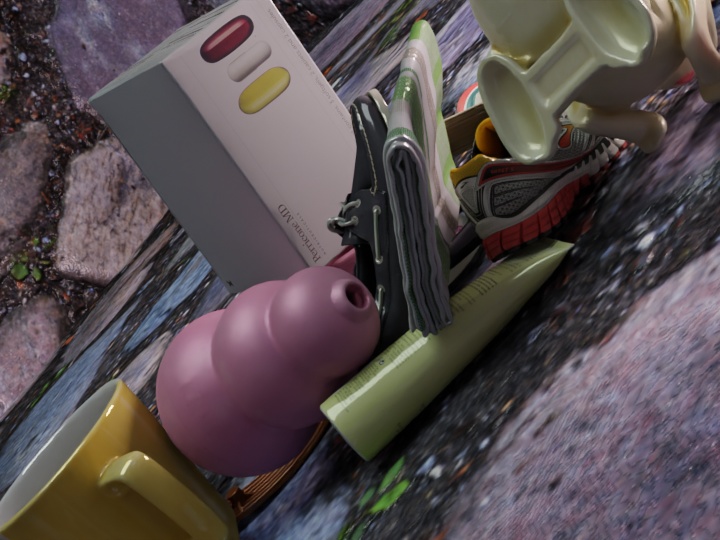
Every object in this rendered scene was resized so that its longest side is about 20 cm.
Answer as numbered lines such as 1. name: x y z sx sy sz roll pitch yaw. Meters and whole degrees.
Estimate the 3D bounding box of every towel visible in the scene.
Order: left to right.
1. towel: 0.048 -0.068 1.120 0.031 0.149 0.200 -3 31 10

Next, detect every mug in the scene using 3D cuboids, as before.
1. mug: -0.170 0.189 1.199 0.149 0.153 0.187 -46 12 5

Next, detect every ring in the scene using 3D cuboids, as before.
1. ring: -0.099 0.141 1.349 0.200 0.019 0.201 -36 23 18

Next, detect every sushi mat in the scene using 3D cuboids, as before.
1. sushi mat: 0.100 -0.122 1.356 0.200 0.012 0.096 -25 -13 5

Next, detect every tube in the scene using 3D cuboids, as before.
1. tube: 0.062 0.046 1.114 0.200 0.052 0.058 -42 51 -4

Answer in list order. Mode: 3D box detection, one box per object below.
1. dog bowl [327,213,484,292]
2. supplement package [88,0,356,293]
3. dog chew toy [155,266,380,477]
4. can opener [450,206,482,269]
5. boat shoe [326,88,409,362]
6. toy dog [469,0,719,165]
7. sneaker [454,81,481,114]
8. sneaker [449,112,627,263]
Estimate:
1. dog bowl: 0.000 0.000 1.331 0.200 0.074 0.200 -35 14 10
2. supplement package: -0.092 -0.097 1.298 0.111 0.200 0.156 -43 15 -26
3. dog chew toy: -0.059 0.065 1.165 0.200 0.125 0.125 -40 13 42
4. can opener: 0.104 -0.065 1.283 0.200 0.063 0.079 -53 -9 -40
5. boat shoe: 0.008 -0.030 1.189 0.063 0.200 0.073 -10 -1 -5
6. toy dog: 0.168 -0.169 1.135 0.200 0.194 0.140 -10 -37 -48
7. sneaker: 0.167 -0.186 1.492 0.093 0.070 0.200 -10 34 45
8. sneaker: 0.131 -0.089 1.187 0.078 0.082 0.200 -28 12 39
